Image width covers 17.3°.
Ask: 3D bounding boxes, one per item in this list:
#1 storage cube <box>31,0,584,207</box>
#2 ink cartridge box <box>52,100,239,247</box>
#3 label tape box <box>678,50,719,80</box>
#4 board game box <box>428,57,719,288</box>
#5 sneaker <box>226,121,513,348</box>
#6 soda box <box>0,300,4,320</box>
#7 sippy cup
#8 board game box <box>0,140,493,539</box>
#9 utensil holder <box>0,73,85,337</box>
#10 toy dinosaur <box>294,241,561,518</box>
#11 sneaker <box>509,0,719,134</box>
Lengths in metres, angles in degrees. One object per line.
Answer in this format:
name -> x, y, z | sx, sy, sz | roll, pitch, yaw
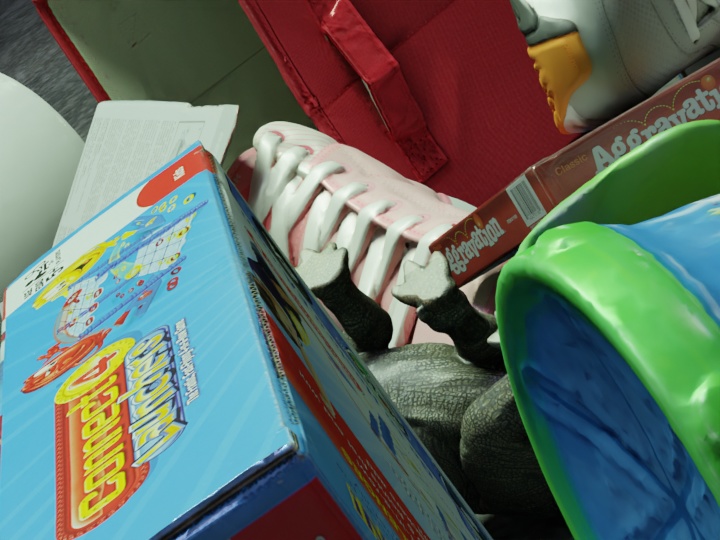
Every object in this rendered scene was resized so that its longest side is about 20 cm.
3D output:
storage cube -> -0.003, -0.111, 1.048 | 0.180, 0.171, 0.200 | -41, 17, -24
ink cartridge box -> -0.084, 0.016, 0.928 | 0.200, 0.057, 0.163 | 12, 83, 65
label tape box -> 0.207, -0.125, 0.881 | 0.200, 0.063, 0.144 | -32, 18, 12
board game box -> 0.120, -0.058, 0.732 | 0.200, 0.019, 0.103 | -30, -2, -19
sneaker -> 0.000, 0.000, 0.835 | 0.200, 0.104, 0.076 | -125, 55, -77
soda box -> -0.037, 0.081, 0.623 | 0.063, 0.068, 0.200 | -30, 50, 14
sippy cup -> 0.119, 0.030, 0.542 | 0.130, 0.178, 0.140 | -26, -13, -10
board game box -> 0.012, 0.090, 0.441 | 0.056, 0.200, 0.196 | -35, 16, 3
utensil holder -> -0.233, 0.012, 1.156 | 0.170, 0.170, 0.200 | -16, 24, 47
toy dinosaur -> 0.030, 0.045, 0.722 | 0.200, 0.102, 0.077 | -14, 50, 19
sneaker -> 0.113, -0.105, 0.750 | 0.092, 0.076, 0.200 | -13, 17, 31
